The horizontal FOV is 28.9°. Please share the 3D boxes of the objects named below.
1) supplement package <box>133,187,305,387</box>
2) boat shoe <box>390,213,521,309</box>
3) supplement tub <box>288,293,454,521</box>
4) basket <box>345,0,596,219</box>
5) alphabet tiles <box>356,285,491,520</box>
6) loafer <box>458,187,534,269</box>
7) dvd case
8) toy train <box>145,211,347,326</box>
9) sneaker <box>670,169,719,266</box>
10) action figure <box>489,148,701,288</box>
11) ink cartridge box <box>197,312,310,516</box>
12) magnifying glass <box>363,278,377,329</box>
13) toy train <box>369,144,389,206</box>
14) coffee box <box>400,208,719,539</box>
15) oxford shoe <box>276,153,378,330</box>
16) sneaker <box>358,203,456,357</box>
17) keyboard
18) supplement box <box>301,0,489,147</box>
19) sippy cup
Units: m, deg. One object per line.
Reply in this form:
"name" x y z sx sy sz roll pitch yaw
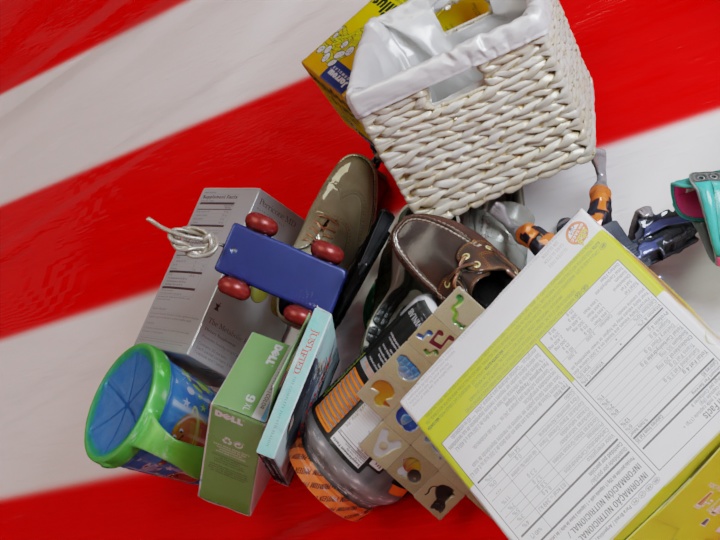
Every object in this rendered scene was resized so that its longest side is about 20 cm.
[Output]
"supplement package" -0.144 0.020 1.552 0.109 0.114 0.201 4 67 48
"boat shoe" 0.110 0.012 1.248 0.200 0.070 0.071 34 95 13
"supplement tub" 0.034 0.129 1.288 0.200 0.122 0.123 -46 40 12
"basket" 0.112 -0.174 1.319 0.198 0.161 0.200 -22 25 19
"alphabet tiles" 0.100 0.116 1.213 0.200 0.166 0.006 -47 5 12
"loafer" 0.133 -0.039 1.345 0.070 0.070 0.201 -37 41 34
"dvd case" -0.057 0.127 1.353 0.022 0.200 0.146 20 75 6
"toy train" -0.112 -0.011 1.393 0.116 0.199 0.085 91 -158 -84
"sneaker" 0.318 -0.080 1.156 0.120 0.084 0.201 0 61 14
"action figure" 0.230 -0.018 1.241 0.199 0.105 0.194 -20 50 -4
"ink cartridge box" -0.104 0.133 1.353 0.104 0.059 0.200 -62 -11 -45
"magnifying glass" 0.056 -0.017 1.450 0.079 0.022 0.201 0 66 45
"toy train" 0.006 -0.090 1.538 0.046 0.034 0.200 32 89 48
"coffee box" 0.192 0.115 1.043 0.200 0.200 0.198 -47 56 9
"oxford shoe" -0.034 -0.031 1.482 0.071 0.074 0.201 19 89 11
"sneaker" 0.040 0.028 1.387 0.089 0.077 0.201 -14 57 70
"keyboard" 0.000 0.000 1.410 0.200 0.021 0.127 120 174 -58
"supplement box" 0.057 -0.234 1.494 0.200 0.110 0.109 -42 40 -3
"sippy cup" -0.205 0.164 1.494 0.140 0.130 0.178 -38 38 32
